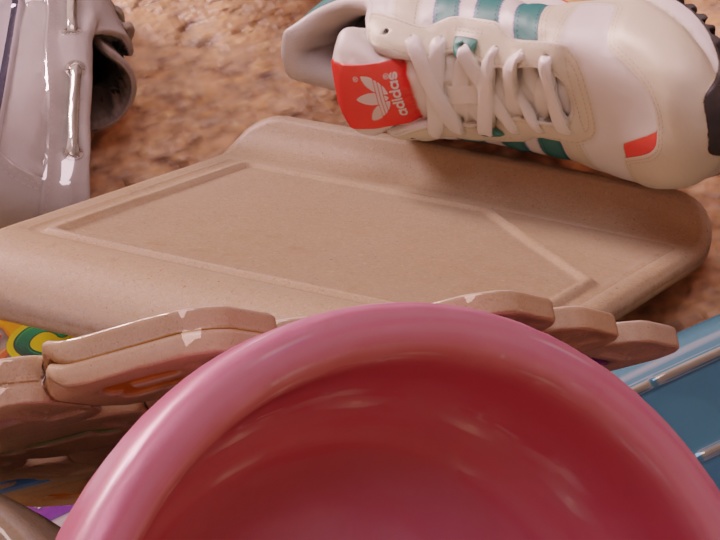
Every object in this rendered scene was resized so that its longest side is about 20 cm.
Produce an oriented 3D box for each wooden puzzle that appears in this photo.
[{"bbox_3d":[0.000,0.000,0.887,0.185,0.037,0.200,12,20,22],"label":"wooden puzzle"}]

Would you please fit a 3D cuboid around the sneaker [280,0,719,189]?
[{"bbox_3d":[0.045,-0.063,0.944,0.093,0.070,0.200,-21,28,-24],"label":"sneaker"}]

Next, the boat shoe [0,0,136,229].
[{"bbox_3d":[-0.114,-0.077,1.009,0.066,0.072,0.200,11,32,-6],"label":"boat shoe"}]

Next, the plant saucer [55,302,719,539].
[{"bbox_3d":[0.008,0.109,0.575,0.201,0.201,0.051,-42,15,-35],"label":"plant saucer"}]

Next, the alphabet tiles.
[{"bbox_3d":[-0.028,0.032,0.686,0.195,0.200,0.015,-16,77,26],"label":"alphabet tiles"}]

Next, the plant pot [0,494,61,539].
[{"bbox_3d":[-0.114,0.120,0.614,0.200,0.135,0.200,5,47,-5],"label":"plant pot"}]

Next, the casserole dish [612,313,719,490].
[{"bbox_3d":[0.100,0.075,0.770,0.200,0.039,0.121,-23,74,-18],"label":"casserole dish"}]

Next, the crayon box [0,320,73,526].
[{"bbox_3d":[-0.091,0.081,0.820,0.200,0.058,0.119,19,46,29],"label":"crayon box"}]
